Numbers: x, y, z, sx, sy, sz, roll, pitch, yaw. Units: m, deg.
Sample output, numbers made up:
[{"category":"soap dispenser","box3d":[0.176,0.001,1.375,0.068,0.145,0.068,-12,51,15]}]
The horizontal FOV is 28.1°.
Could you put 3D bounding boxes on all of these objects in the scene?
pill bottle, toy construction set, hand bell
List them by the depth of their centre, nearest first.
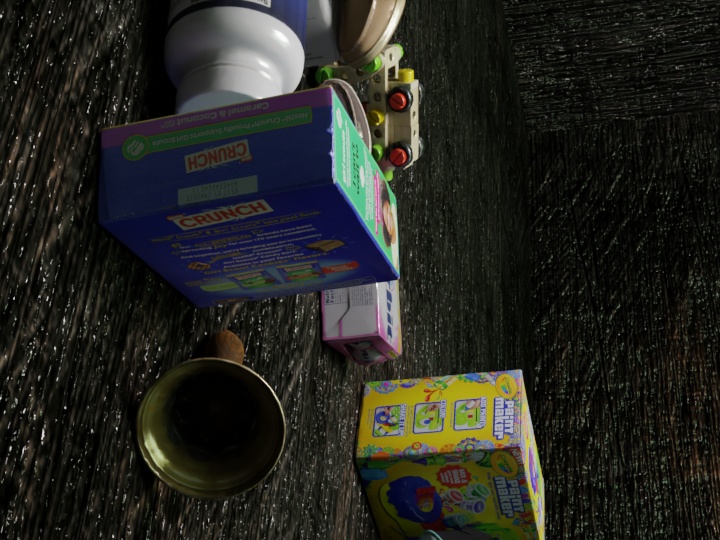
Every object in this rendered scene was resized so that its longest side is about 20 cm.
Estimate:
[{"category":"hand bell","box3d":[-0.105,0.082,1.081,0.200,0.103,0.105,-94,175,-74]},{"category":"pill bottle","box3d":[-0.097,-0.196,1.136,0.111,0.110,0.201,65,23,-56]},{"category":"toy construction set","box3d":[0.007,-0.177,1.611,0.092,0.130,0.201,-53,144,-47]}]

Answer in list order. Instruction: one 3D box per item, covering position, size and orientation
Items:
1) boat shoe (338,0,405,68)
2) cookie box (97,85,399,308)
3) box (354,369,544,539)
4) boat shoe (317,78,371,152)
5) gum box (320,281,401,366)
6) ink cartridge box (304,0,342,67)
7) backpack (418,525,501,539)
[{"category":"boat shoe","box3d":[0.002,-0.287,1.377,0.064,0.071,0.201,27,59,-34]},{"category":"cookie box","box3d":[-0.073,-0.046,1.041,0.200,0.170,0.076,54,30,-67]},{"category":"box","box3d":[0.110,0.234,1.698,0.122,0.191,0.201,-82,161,-48]},{"category":"boat shoe","box3d":[-0.028,-0.106,1.513,0.060,0.071,0.201,15,75,-80]},{"category":"gum box","box3d":[0.000,0.000,1.591,0.114,0.066,0.201,44,41,-69]},{"category":"ink cartridge box","box3d":[-0.071,-0.316,1.377,0.146,0.083,0.201,-80,160,-51]},{"category":"backpack","box3d":[0.103,0.410,1.603,0.176,0.153,0.201,33,-63,49]}]
